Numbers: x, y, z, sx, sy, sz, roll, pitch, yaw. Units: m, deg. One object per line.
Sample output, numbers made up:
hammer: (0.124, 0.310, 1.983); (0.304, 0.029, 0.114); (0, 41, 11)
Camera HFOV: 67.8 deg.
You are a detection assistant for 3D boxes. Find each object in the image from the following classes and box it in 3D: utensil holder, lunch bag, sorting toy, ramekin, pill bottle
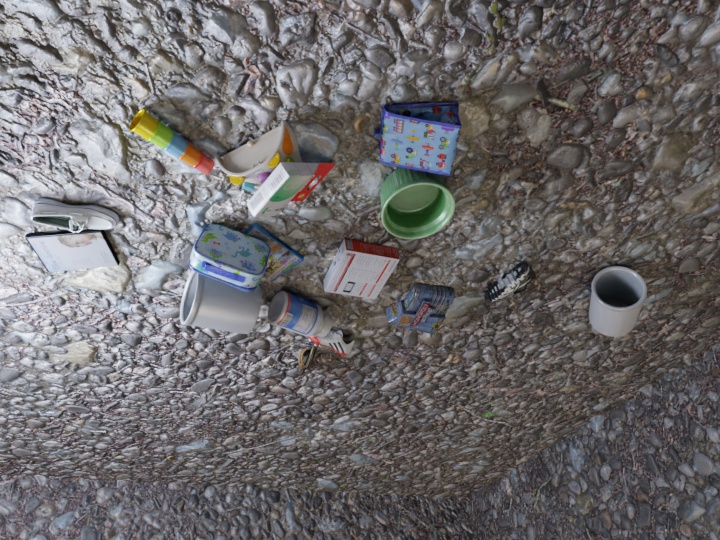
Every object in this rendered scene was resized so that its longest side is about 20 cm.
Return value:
utensil holder: (-0.417, 0.097, 1.602); (0.198, 0.171, 0.170); (16, 134, -29)
lunch bag: (-0.351, -0.034, 1.443); (0.198, 0.162, 0.083); (21, 125, -12)
sorting toy: (-0.219, -0.245, 1.318); (0.198, 0.108, 0.180); (-23, 157, 16)
lunch bag: (0.131, -0.320, 1.297); (0.197, 0.095, 0.151); (3, 142, 0)
utensil holder: (0.885, 0.113, 1.863); (0.168, 0.171, 0.201); (-14, 142, 6)
ramekin: (0.146, -0.188, 1.432); (0.197, 0.098, 0.201); (-6, 140, -5)
pill bottle: (-0.193, 0.150, 1.749); (0.199, 0.113, 0.112); (25, 129, -34)

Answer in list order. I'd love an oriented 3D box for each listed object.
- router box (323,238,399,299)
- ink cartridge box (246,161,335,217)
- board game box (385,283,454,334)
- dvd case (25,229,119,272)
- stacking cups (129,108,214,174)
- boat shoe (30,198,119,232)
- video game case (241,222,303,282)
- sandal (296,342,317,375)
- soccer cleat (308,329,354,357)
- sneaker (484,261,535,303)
router box: (0.000, 0.000, 1.660); (0.177, 0.049, 0.201); (10, 136, -21)
ink cartridge box: (-0.159, -0.199, 1.320); (0.199, 0.050, 0.161); (-10, 155, -51)
board game box: (0.199, 0.134, 1.845); (0.197, 0.062, 0.201); (6, 137, -19)
dvd case: (-0.784, -0.055, 1.468); (0.197, 0.018, 0.143); (-5, 140, -4)
stacking cups: (-0.430, -0.286, 1.237); (0.060, 0.061, 0.200); (-31, 136, 24)
boat shoe: (-0.724, -0.125, 1.360); (0.198, 0.067, 0.074); (7, 138, -19)
video game case: (-0.284, -0.048, 1.574); (0.142, 0.018, 0.200); (-32, 135, 23)
sandal: (-0.207, 0.322, 1.989); (0.054, 0.082, 0.200); (28, 138, -8)
soccer cleat: (-0.108, 0.239, 1.911); (0.199, 0.069, 0.086); (31, 102, -27)
sneaker: (0.511, 0.055, 1.809); (0.090, 0.067, 0.200); (24, 127, -30)
